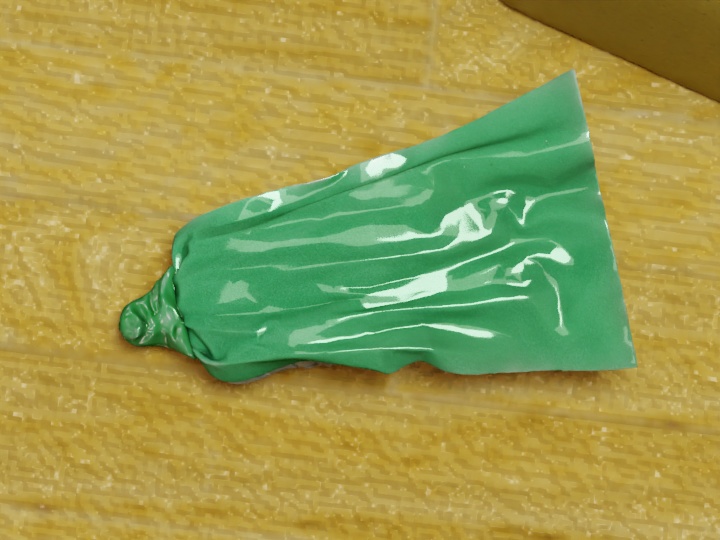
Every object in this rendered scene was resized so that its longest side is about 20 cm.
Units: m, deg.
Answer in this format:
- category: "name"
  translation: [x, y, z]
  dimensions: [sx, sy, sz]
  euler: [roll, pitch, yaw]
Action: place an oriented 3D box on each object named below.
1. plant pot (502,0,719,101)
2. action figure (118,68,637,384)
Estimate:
- category: "plant pot"
  translation: [0.181, -0.170, 0.988]
  dimensions: [0.194, 0.200, 0.196]
  euler: [24, 85, 0]
- category: "action figure"
  translation: [0.000, 0.000, 1.037]
  dimensions: [0.199, 0.055, 0.119]
  euler: [-12, 86, 4]
